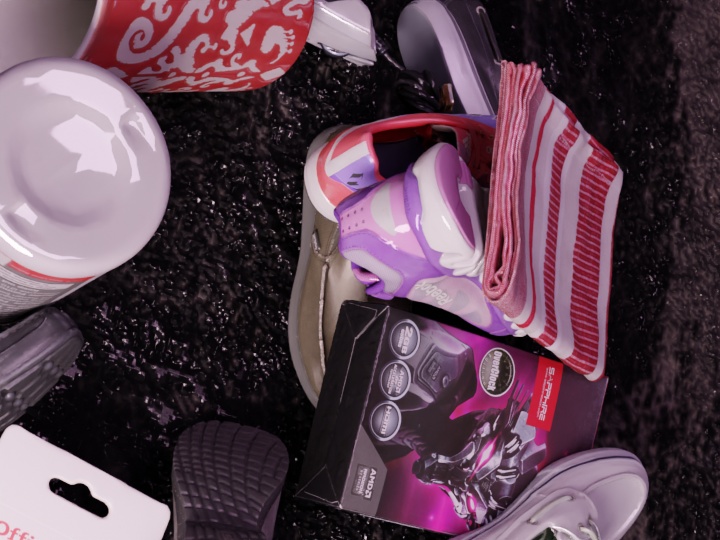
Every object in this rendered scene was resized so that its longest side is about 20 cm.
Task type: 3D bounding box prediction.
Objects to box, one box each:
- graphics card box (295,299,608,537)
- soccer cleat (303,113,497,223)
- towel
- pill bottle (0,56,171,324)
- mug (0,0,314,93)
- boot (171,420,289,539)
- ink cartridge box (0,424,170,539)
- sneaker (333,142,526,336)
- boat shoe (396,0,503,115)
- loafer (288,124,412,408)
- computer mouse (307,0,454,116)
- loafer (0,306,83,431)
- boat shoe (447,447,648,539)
[{"bbox_3d":[0.061,0.101,1.268,0.199,0.051,0.126,19,83,-37],"label":"graphics card box"},{"bbox_3d":[0.065,-0.067,1.255,0.199,0.073,0.069,-6,77,-31],"label":"soccer cleat"},{"bbox_3d":[0.120,-0.024,1.229,0.200,0.023,0.145,36,57,-61],"label":"towel"},{"bbox_3d":[-0.190,-0.034,1.108,0.113,0.200,0.115,7,75,-27],"label":"pill bottle"},{"bbox_3d":[-0.129,-0.184,1.188,0.199,0.133,0.179,-2,85,-53],"label":"mug"},{"bbox_3d":[-0.088,0.183,1.182,0.069,0.200,0.132,12,116,-1],"label":"boot"},{"bbox_3d":[-0.197,0.199,1.126,0.117,0.067,0.201,31,66,-18],"label":"ink cartridge box"},{"bbox_3d":[0.043,-0.009,1.209,0.200,0.088,0.081,42,33,-62],"label":"sneaker"},{"bbox_3d":[0.087,-0.090,1.360,0.066,0.070,0.201,-17,79,-30],"label":"boat shoe"},{"bbox_3d":[0.000,0.000,1.283,0.075,0.070,0.202,3,77,-29],"label":"loafer"},{"bbox_3d":[-0.022,-0.155,1.305,0.200,0.110,0.044,45,81,1],"label":"computer mouse"},{"bbox_3d":[-0.243,0.072,1.098,0.200,0.068,0.071,-32,75,-3],"label":"loafer"},{"bbox_3d":[0.115,0.174,1.245,0.199,0.067,0.074,-29,115,-30],"label":"boat shoe"}]
